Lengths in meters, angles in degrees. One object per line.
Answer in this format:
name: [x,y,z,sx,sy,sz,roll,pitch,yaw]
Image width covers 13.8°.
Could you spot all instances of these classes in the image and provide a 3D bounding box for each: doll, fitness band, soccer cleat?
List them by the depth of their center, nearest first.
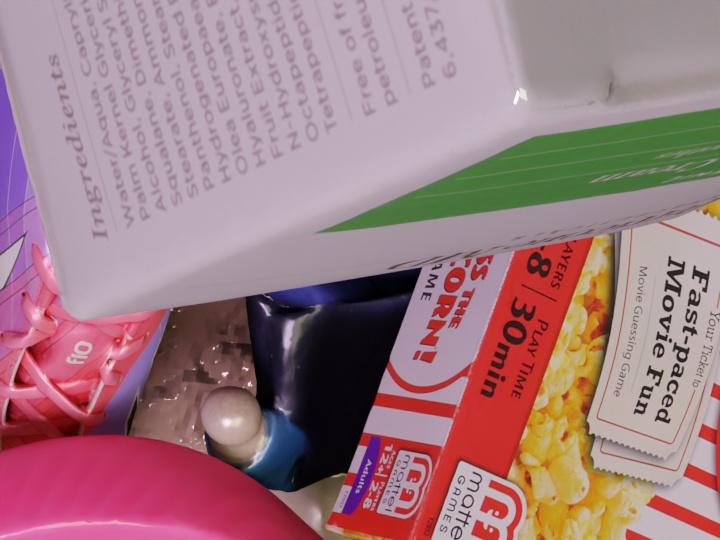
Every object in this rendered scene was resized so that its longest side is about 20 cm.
soccer cleat: [-0.078,0.009,0.778,0.068,0.073,0.200,2,114,-26]
doll: [0.000,0.000,0.814,0.136,0.048,0.200,-34,139,-42]
fitness band: [-0.067,0.114,0.820,0.144,0.037,0.200,-25,139,16]

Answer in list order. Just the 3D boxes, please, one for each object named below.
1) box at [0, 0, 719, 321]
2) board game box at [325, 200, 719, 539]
box: [0.032,-0.112,0.642,0.199,0.171,0.200,-10,84,-37]
board game box: [0.105,0.035,0.814,0.200,0.046,0.152,24,81,-29]
